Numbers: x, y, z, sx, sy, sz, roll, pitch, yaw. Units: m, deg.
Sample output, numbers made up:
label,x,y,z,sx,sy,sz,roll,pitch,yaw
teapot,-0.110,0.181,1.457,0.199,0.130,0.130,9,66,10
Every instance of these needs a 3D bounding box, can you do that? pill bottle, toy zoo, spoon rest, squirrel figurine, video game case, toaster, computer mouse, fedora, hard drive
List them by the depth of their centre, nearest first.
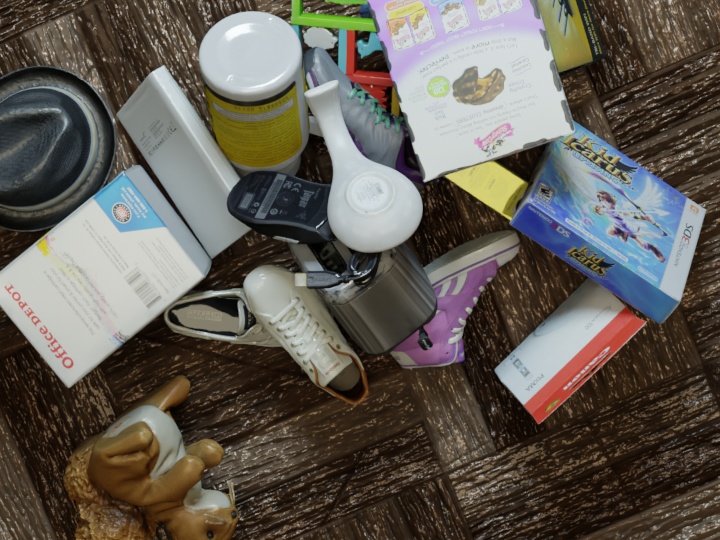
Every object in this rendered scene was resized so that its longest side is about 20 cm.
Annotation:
label,x,y,z,sx,sy,sz,roll,pitch,yaw
spoon rest,-0.003,-0.103,1.442,0.098,0.061,0.202,-21,63,-4
computer mouse,-0.056,-0.034,1.456,0.197,0.046,0.142,7,55,18
pill bottle,-0.111,-0.177,1.509,0.110,0.201,0.113,-1,59,2
toaster,0.000,0.000,1.520,0.113,0.201,0.129,-36,137,4
video game case,0.280,-0.060,1.533,0.199,0.182,0.046,33,131,-2
hard drive,-0.194,-0.119,1.559,0.026,0.132,0.201,-36,93,-31
toy zoo,-0.016,-0.224,1.564,0.129,0.021,0.203,6,117,10
fedora,-0.381,-0.139,1.573,0.197,0.092,0.204,0,94,1
squirrel figurine,-0.239,0.261,1.596,0.199,0.142,0.188,-30,104,17

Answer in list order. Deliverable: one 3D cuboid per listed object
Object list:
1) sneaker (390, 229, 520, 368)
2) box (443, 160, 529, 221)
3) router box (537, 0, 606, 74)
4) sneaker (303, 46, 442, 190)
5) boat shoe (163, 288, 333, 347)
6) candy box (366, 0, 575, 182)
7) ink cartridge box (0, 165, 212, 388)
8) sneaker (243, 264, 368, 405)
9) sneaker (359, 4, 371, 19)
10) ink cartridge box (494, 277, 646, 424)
label,x,y,z,sx,sy,sz,roll,pitch,yaw
sneaker,0.114,0.040,1.596,0.199,0.073,0.115,-31,97,12
box,0.176,-0.083,1.581,0.199,0.075,0.050,33,96,-3
router box,0.186,-0.311,1.526,0.052,0.157,0.202,-16,95,41
sneaker,0.015,-0.169,1.528,0.087,0.075,0.201,-22,110,24
boat shoe,-0.130,0.052,1.596,0.197,0.066,0.073,6,94,0
candy box,0.116,-0.214,1.430,0.166,0.072,0.203,-17,97,9
ink cartridge box,-0.290,0.003,1.552,0.199,0.145,0.148,-37,98,3
sneaker,-0.052,0.074,1.551,0.073,0.085,0.200,-43,118,0
sneaker,0.084,-0.243,1.570,0.198,0.075,0.089,22,94,0
ink cartridge box,0.228,0.085,1.526,0.160,0.200,0.047,-44,93,3
